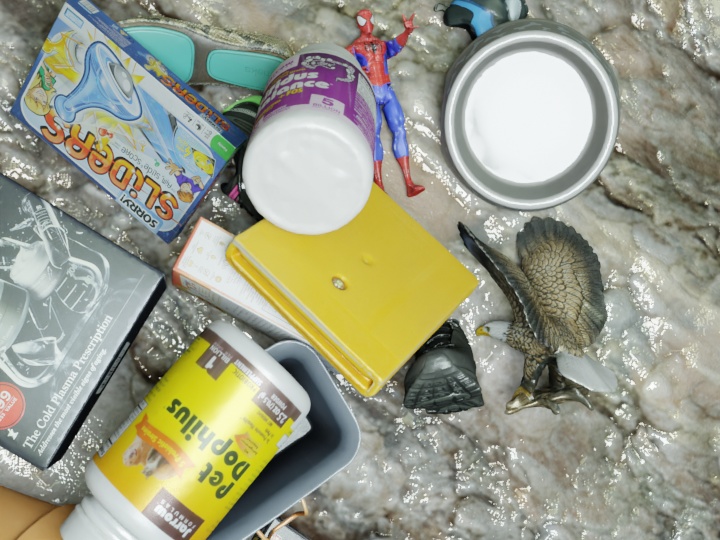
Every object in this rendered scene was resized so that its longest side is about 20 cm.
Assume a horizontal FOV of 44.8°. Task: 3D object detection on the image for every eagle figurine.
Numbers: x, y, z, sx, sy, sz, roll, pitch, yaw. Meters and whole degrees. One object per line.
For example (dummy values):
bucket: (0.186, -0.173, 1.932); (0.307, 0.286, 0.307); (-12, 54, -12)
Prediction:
eagle figurine: (0.179, 0.042, 0.898); (0.148, 0.152, 0.204); (-3, 90, 8)

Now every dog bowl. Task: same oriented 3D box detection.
dog bowl: (0.174, -0.156, 0.905); (0.196, 0.059, 0.204); (2, 104, 7)

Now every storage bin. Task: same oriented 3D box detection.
storage bin: (-0.109, 0.170, 0.816); (0.199, 0.134, 0.147); (-33, 92, -13)

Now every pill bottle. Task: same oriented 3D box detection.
pill bottle: (-0.040, -0.131, 0.793); (0.110, 0.201, 0.114); (1, 125, 1)
pill bottle: (-0.138, 0.146, 0.687); (0.109, 0.109, 0.201); (41, 78, -5)

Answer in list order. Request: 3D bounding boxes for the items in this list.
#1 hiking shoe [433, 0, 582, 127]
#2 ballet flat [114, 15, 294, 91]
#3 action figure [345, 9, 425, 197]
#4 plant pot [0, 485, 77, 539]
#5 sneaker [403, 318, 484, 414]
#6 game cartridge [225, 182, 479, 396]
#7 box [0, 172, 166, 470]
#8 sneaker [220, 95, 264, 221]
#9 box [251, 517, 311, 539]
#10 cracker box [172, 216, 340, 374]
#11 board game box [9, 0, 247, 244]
hiking shoe: (0.167, -0.225, 0.958); (0.086, 0.074, 0.202); (-33, 89, 6)
ballet flat: (-0.162, -0.222, 0.881); (0.196, 0.069, 0.076); (4, 39, -16)
action figure: (0.028, -0.182, 0.904); (0.064, 0.099, 0.203); (-11, 84, -14)
plant pot: (-0.321, 0.271, 0.742); (0.139, 0.200, 0.202); (28, 79, 10)
sneaker: (0.076, 0.088, 0.843); (0.075, 0.200, 0.092); (-9, 76, 6)
game cartridge: (0.000, 0.000, 0.796); (0.176, 0.033, 0.200); (43, 39, 8)
box: (-0.306, 0.046, 0.801); (0.181, 0.104, 0.202); (31, 78, -6)
sneaker: (-0.094, -0.073, 0.874); (0.083, 0.077, 0.202); (-20, 78, -22)
box: (-0.080, 0.365, 0.846); (0.158, 0.048, 0.201); (37, 78, -6)
cracker box: (-0.081, 0.030, 0.836); (0.198, 0.134, 0.058); (30, 78, -8)
board game box: (-0.222, -0.139, 0.833); (0.199, 0.035, 0.136); (39, 120, -5)
